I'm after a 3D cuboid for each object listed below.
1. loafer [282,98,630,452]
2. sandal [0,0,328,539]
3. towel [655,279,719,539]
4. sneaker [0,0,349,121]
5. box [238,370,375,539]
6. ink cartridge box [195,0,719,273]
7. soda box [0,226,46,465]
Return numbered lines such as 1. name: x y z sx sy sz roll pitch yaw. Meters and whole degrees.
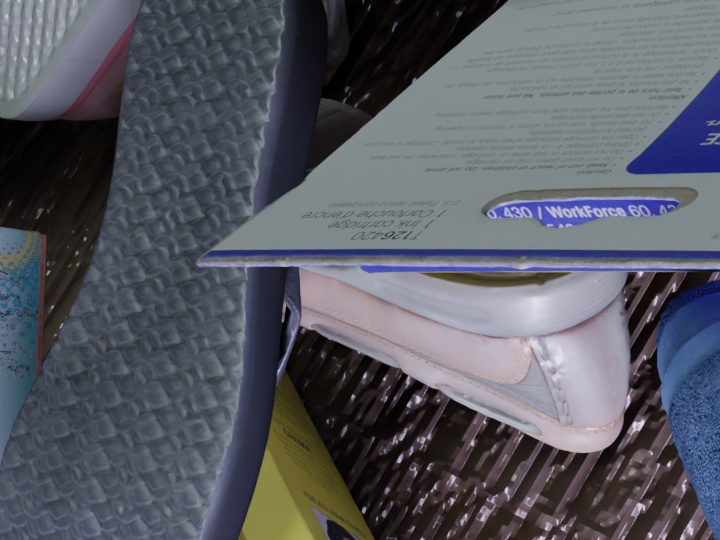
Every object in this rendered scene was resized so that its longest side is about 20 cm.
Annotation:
1. loafer: 0.000 0.000 0.745 0.072 0.063 0.200 -30 31 -28
2. sandal: -0.043 0.013 0.703 0.076 0.043 0.201 8 78 36
3. towel: 0.125 0.092 0.538 0.048 0.112 0.201 -35 45 18
4. sneaker: -0.034 -0.107 0.790 0.200 0.104 0.076 -39 60 48
5. box: -0.032 0.092 0.717 0.075 0.050 0.200 -41 44 12
6. ink cartridge box: 0.094 -0.036 0.634 0.197 0.047 0.200 1 33 39
7. soda box: -0.132 0.088 0.749 0.068 0.063 0.201 148 127 -60
